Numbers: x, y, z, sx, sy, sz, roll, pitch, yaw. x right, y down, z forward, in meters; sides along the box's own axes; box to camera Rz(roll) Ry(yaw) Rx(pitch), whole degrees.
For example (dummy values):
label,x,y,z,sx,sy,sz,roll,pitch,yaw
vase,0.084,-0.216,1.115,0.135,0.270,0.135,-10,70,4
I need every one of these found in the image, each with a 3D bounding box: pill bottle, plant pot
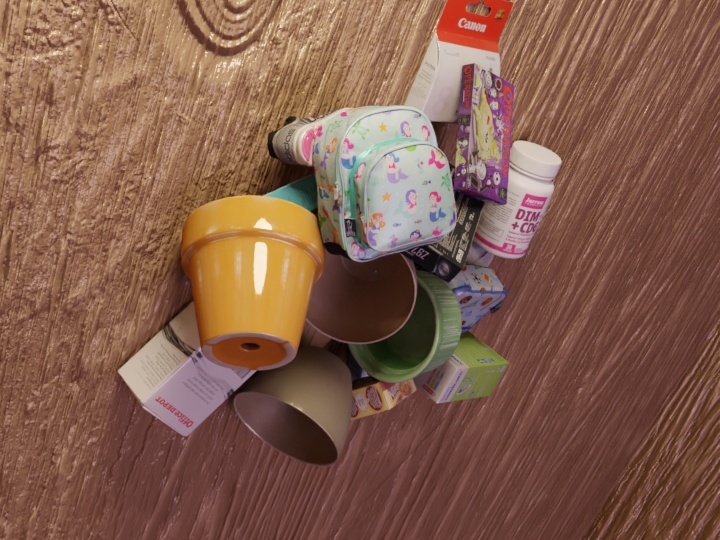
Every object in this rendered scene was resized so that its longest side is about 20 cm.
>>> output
label,x,y,z,sx,sy,sz,roll,pitch,yaw
pill bottle,0.292,-0.133,1.676,0.113,0.113,0.200,-9,129,-43
plant pot,-0.146,0.029,1.215,0.200,0.183,0.200,-1,151,-1
plant pot,0.000,0.000,1.445,0.134,0.200,0.200,-64,176,-64

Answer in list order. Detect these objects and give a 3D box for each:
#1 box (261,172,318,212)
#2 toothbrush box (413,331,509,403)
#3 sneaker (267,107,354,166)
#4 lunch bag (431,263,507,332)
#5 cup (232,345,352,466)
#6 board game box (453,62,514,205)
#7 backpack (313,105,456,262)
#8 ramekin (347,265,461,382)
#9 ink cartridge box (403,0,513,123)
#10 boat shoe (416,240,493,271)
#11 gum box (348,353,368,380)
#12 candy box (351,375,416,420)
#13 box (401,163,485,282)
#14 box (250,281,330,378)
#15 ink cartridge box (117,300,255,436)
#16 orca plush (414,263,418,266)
label,x,y,z,sx,sy,sz,roll,pitch,yaw
box,-0.047,-0.120,1.298,0.200,0.049,0.082,-25,-178,-8
toothbrush box,0.170,0.175,1.732,0.200,0.146,0.086,5,118,-53
sneaker,-0.065,-0.191,1.273,0.200,0.087,0.074,-34,128,-58
lunch bag,0.174,0.061,1.670,0.160,0.076,0.200,-44,149,26
cup,-0.092,0.212,1.504,0.143,0.200,0.200,-58,153,-32
board game box,0.196,-0.212,1.411,0.120,0.032,0.200,13,79,-52
backpack,0.031,-0.120,1.197,0.177,0.151,0.200,-15,102,-28
ramekin,0.078,0.090,1.551,0.098,0.200,0.200,-1,123,-52
ink cartridge box,0.168,-0.329,1.411,0.162,0.057,0.200,-5,131,-45
boat shoe,0.176,-0.020,1.693,0.200,0.072,0.069,-20,152,-21
gum box,0.054,0.148,1.743,0.170,0.045,0.200,-23,139,-34
candy box,-0.013,0.233,1.621,0.200,0.055,0.115,-20,-178,30
box,0.105,-0.098,1.391,0.044,0.160,0.200,-50,-168,45
box,-0.119,0.113,1.540,0.200,0.021,0.163,-45,145,-4
ink cartridge box,-0.246,0.137,1.369,0.200,0.084,0.146,-43,145,-8
orca plush,0.102,-0.034,1.598,0.200,0.071,0.105,-23,138,-32
